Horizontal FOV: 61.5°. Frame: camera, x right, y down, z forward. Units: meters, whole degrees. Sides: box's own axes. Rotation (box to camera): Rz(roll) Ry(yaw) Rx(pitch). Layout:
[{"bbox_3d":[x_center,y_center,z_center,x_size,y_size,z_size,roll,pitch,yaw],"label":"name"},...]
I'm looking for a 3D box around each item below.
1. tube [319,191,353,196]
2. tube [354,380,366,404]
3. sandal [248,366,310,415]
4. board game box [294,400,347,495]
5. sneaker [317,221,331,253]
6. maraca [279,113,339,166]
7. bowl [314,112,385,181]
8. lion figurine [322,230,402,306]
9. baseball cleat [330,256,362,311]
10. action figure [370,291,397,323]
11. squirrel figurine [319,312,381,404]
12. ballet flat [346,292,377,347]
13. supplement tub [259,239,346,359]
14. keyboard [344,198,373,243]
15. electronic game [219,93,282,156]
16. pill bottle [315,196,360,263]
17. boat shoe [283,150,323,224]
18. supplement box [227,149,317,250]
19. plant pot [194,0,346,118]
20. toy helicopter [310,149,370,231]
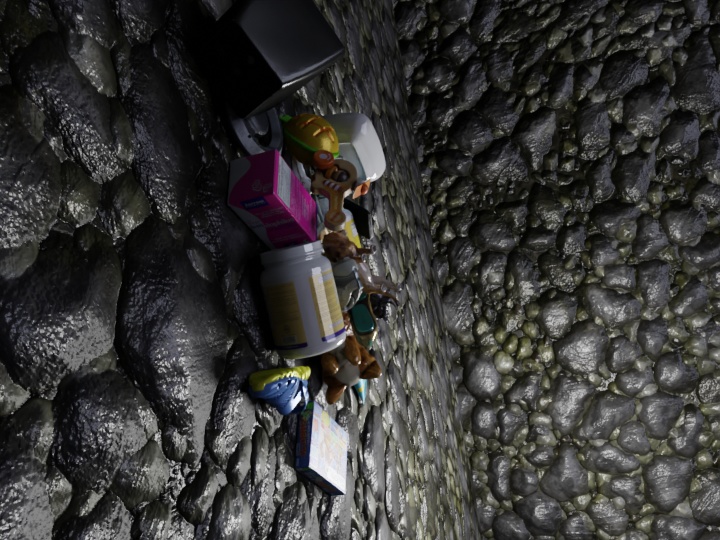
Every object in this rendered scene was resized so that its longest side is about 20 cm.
[{"bbox_3d":[-0.055,-0.206,1.422,0.201,0.076,0.051,-92,173,-68],"label":"tube"},{"bbox_3d":[-0.013,0.259,1.572,0.202,0.049,0.078,71,25,-43],"label":"tube"},{"bbox_3d":[-0.140,0.221,1.104,0.200,0.078,0.089,23,62,-69],"label":"sandal"},{"bbox_3d":[-0.078,0.378,1.278,0.201,0.034,0.138,59,26,-50],"label":"board game box"},{"bbox_3d":[-0.113,-0.067,1.337,0.200,0.086,0.077,-38,127,-65],"label":"sneaker"},{"bbox_3d":[-0.121,-0.306,1.375,0.135,0.108,0.201,12,28,-36],"label":"maraca"},{"bbox_3d":[-0.048,-0.294,1.539,0.202,0.196,0.076,65,32,-42],"label":"bowl"},{"bbox_3d":[0.000,0.000,1.292,0.073,0.121,0.202,-47,118,-36],"label":"lion figurine"},{"bbox_3d":[-0.070,0.042,1.263,0.069,0.199,0.108,-17,85,-39],"label":"baseball cleat"},{"bbox_3d":[0.013,0.070,1.484,0.120,0.197,0.103,61,39,-26],"label":"action figure"},{"bbox_3d":[-0.057,0.159,1.377,0.189,0.140,0.201,60,9,-24],"label":"squirrel figurine"},{"bbox_3d":[-0.003,0.088,1.337,0.202,0.069,0.071,-107,173,-47],"label":"ballet flat"},{"bbox_3d":[-0.114,0.054,1.169,0.145,0.142,0.205,-29,108,-73],"label":"supplement tub"},{"bbox_3d":[-0.027,-0.142,1.549,0.039,0.199,0.106,-24,128,-30],"label":"keyboard"},{"bbox_3d":[-0.217,-0.308,1.222,0.200,0.041,0.203,49,33,-47],"label":"electronic game"},{"bbox_3d":[-0.061,-0.085,1.495,0.111,0.109,0.204,-51,128,-69],"label":"pill bottle"},{"bbox_3d":[-0.125,-0.185,1.418,0.074,0.065,0.204,-45,123,-71],"label":"boat shoe"},{"bbox_3d":[-0.166,-0.129,1.182,0.200,0.099,0.105,53,31,-56],"label":"supplement box"},{"bbox_3d":[-0.182,-0.400,1.107,0.200,0.198,0.178,51,45,-20],"label":"plant pot"},{"bbox_3d":[-0.041,-0.159,1.265,0.080,0.129,0.203,102,-9,-50],"label":"toy helicopter"}]
